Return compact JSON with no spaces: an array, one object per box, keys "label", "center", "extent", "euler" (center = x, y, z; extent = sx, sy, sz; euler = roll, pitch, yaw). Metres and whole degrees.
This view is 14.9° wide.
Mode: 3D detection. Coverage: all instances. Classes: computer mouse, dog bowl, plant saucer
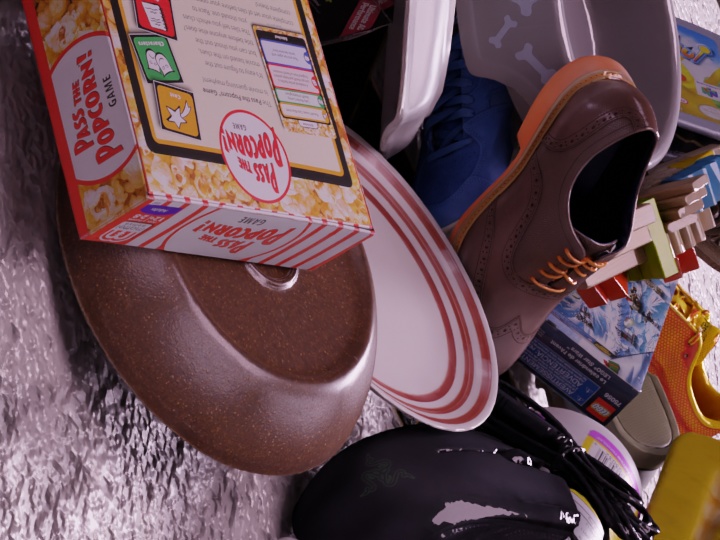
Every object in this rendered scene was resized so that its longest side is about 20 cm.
[{"label":"computer mouse","center":[0.051,0.104,1.398],"extent":[0.200,0.138,0.053],"euler":[-14,131,-42]},{"label":"dog bowl","center":[0.125,-0.139,1.576],"extent":[0.200,0.059,0.201],"euler":[26,60,-56]},{"label":"plant saucer","center":[-0.054,-0.005,1.268],"extent":[0.200,0.037,0.201],"euler":[32,43,-36]}]

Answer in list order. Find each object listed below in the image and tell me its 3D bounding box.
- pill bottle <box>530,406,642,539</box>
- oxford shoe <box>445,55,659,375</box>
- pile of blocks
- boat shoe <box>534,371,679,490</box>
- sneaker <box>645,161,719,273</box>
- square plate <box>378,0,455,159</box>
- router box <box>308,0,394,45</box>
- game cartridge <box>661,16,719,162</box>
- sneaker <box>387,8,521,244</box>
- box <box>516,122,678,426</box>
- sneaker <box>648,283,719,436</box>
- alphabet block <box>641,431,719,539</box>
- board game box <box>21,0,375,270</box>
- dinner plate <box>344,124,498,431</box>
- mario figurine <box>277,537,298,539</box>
[{"label":"pill bottle","center":[0.082,0.160,1.478],"extent":[0.105,0.104,0.200],"euler":[70,26,-17]},{"label":"oxford shoe","center":[0.100,-0.015,1.491],"extent":[0.071,0.200,0.073],"euler":[7,30,-30]},{"label":"pile of blocks","center":[0.181,-0.022,1.610],"extent":[0.200,0.082,0.062],"euler":[-30,103,-52]},{"label":"boat shoe","center":[0.136,0.055,1.685],"extent":[0.075,0.068,0.200],"euler":[16,41,-24]},{"label":"sneaker","center":[0.206,-0.059,1.789],"extent":[0.200,0.070,0.076],"euler":[50,-20,21]},{"label":"square plate","center":[0.035,-0.164,1.459],"extent":[0.200,0.028,0.199],"euler":[122,-25,-85]},{"label":"router box","center":[-0.047,-0.232,1.426],"extent":[0.200,0.062,0.150],"euler":[47,38,-49]},{"label":"game cartridge","center":[0.183,-0.120,1.742],"extent":[0.199,0.041,0.134],"euler":[17,31,-15]},{"label":"sneaker","center":[0.050,-0.109,1.572],"extent":[0.111,0.077,0.200],"euler":[53,42,-30]},{"label":"box","center":[0.123,-0.010,1.646],"extent":[0.137,0.040,0.200],"euler":[38,34,-6]},{"label":"sneaker","center":[0.195,0.024,1.820],"extent":[0.200,0.077,0.073],"euler":[63,29,-24]},{"label":"alphabet block","center":[0.227,0.244,1.562],"extent":[0.196,0.195,0.201],"euler":[-60,164,-58]},{"label":"board game box","center":[-0.080,-0.105,1.233],"extent":[0.151,0.046,0.201],"euler":[9,59,-49]},{"label":"dinner plate","center":[0.000,0.000,1.415],"extent":[0.200,0.024,0.200],"euler":[40,29,-28]},{"label":"mario figurine","center":[-0.019,0.207,1.304],"extent":[0.200,0.106,0.124],"euler":[38,81,-41]}]
